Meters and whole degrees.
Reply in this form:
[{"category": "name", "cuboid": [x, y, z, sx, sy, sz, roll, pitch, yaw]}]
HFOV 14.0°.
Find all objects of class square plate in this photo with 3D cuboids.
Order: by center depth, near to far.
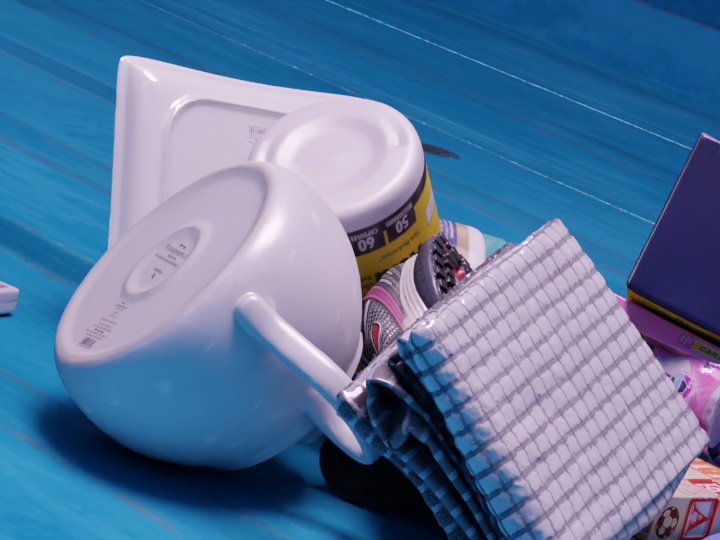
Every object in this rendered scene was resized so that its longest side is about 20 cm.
[{"category": "square plate", "cuboid": [-0.071, -0.029, 1.908, 0.199, 0.199, 0.028, 8, -10, -32]}]

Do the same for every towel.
[{"category": "towel", "cuboid": [0.089, 0.082, 1.585, 0.166, 0.085, 0.200, 58, 35, -4]}]

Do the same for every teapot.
[{"category": "teapot", "cuboid": [-0.067, 0.045, 1.683, 0.146, 0.197, 0.200, 50, 31, -22]}]

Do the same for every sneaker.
[{"category": "sneaker", "cuboid": [0.037, 0.062, 1.686, 0.081, 0.075, 0.200, 47, 21, -21]}, {"category": "sneaker", "cuboid": [0.055, 0.115, 1.727, 0.199, 0.060, 0.104, 18, 16, 24]}]

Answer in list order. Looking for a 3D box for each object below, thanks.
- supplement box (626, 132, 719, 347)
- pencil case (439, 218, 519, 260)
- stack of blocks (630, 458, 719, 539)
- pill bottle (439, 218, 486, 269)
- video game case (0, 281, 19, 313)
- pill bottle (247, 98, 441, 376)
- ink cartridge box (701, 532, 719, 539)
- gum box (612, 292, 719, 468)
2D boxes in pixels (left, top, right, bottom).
[{"category": "supplement box", "cuboid": [0.240, -0.001, 1.879, 0.108, 0.110, 0.200, 27, -5, 8]}, {"category": "pencil case", "cuboid": [0.032, -0.009, 2.206, 0.199, 0.085, 0.092, 22, -3, 28]}, {"category": "stack of blocks", "cuboid": [0.135, 0.126, 1.778, 0.115, 0.059, 0.200, 5, 16, -46]}, {"category": "pill bottle", "cuboid": [-0.023, 0.002, 2.019, 0.199, 0.112, 0.111, 14, 12, -8]}, {"category": "video game case", "cuboid": [-0.338, -0.009, 1.884, 0.199, 0.018, 0.143, 21, 14, 26]}, {"category": "pill bottle", "cuboid": [0.000, 0.000, 1.831, 0.111, 0.201, 0.112, -8, 45, 8]}, {"category": "ink cartridge box", "cuboid": [0.205, 0.194, 1.609, 0.119, 0.042, 0.200, 21, 16, 25]}, {"category": "gum box", "cuboid": [0.202, 0.080, 1.886, 0.113, 0.066, 0.200, 26, -5, 21]}]
